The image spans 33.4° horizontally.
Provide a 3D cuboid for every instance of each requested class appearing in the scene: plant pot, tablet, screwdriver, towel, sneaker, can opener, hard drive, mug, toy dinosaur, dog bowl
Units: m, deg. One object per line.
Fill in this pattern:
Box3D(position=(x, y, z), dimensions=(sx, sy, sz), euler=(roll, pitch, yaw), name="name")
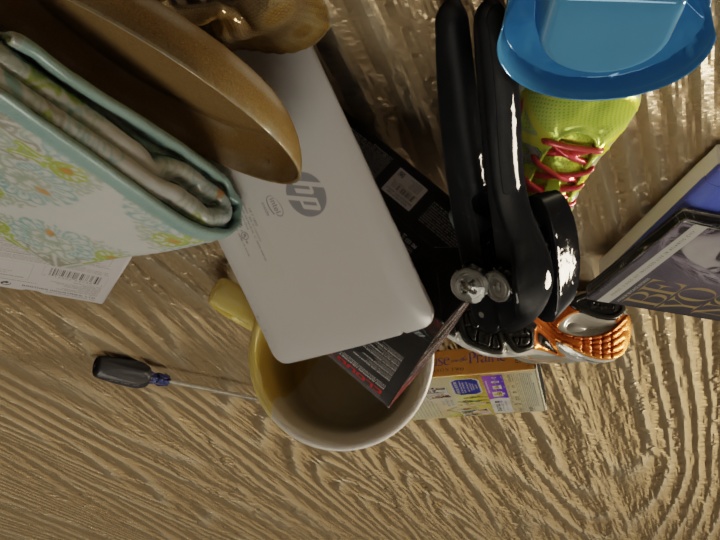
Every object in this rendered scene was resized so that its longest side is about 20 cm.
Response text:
Box3D(position=(-0.113, -0.108, 0.634), dimensions=(0.199, 0.028, 0.200), euler=(28, 172, 4), name="plant pot")
Box3D(position=(-0.045, -0.042, 0.724), dimensions=(0.129, 0.201, 0.014), euler=(-16, -164, 36), name="tablet")
Box3D(position=(-0.186, 0.117, 1.267), dimensions=(0.198, 0.028, 0.029), euler=(11, 126, -26), name="screwdriver")
Box3D(position=(-0.192, -0.066, 0.712), dimensions=(0.170, 0.049, 0.200), euler=(-5, 149, 40), name="towel")
Box3D(position=(0.116, -0.061, 0.747), dimensions=(0.077, 0.091, 0.200), euler=(8, 155, -15), name="sneaker")
Box3D(position=(0.128, 0.050, 1.035), dimensions=(0.198, 0.077, 0.092), euler=(13, 161, -20), name="sneaker")
Box3D(position=(0.073, -0.056, 0.685), dimensions=(0.063, 0.079, 0.202), euler=(0, 116, 36), name="can opener")
Box3D(position=(0.278, -0.030, 0.894), dimensions=(0.130, 0.026, 0.200), euler=(6, 156, -11), name="hard drive")
Box3D(position=(-0.022, 0.063, 1.025), dimensions=(0.149, 0.188, 0.153), euler=(-31, 171, -3), name="mug")
Box3D(position=(-0.067, -0.135, 0.617), dimensions=(0.199, 0.059, 0.101), euler=(-22, 146, 39), name="toy dinosaur")
Box3D(position=(0.126, -0.155, 0.576), dimensions=(0.110, 0.050, 0.200), euler=(1, 155, -1), name="dog bowl")

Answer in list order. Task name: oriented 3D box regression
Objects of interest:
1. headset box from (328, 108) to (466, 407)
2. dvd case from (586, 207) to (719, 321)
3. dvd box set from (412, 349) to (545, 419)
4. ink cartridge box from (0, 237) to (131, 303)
Box3D(position=(0.000, 0.000, 0.827), dimensions=(0.149, 0.077, 0.200), euler=(40, 155, 7), name="headset box")
Box3D(position=(0.295, 0.005, 0.916), dimensions=(0.198, 0.016, 0.149), euler=(10, 155, -15), name="dvd case")
Box3D(position=(0.085, 0.117, 1.221), dimensions=(0.198, 0.030, 0.146), euler=(-6, 156, 12), name="dvd box set")
Box3D(position=(-0.228, -0.032, 0.898), dimensions=(0.118, 0.042, 0.200), euler=(11, 157, -21), name="ink cartridge box")
